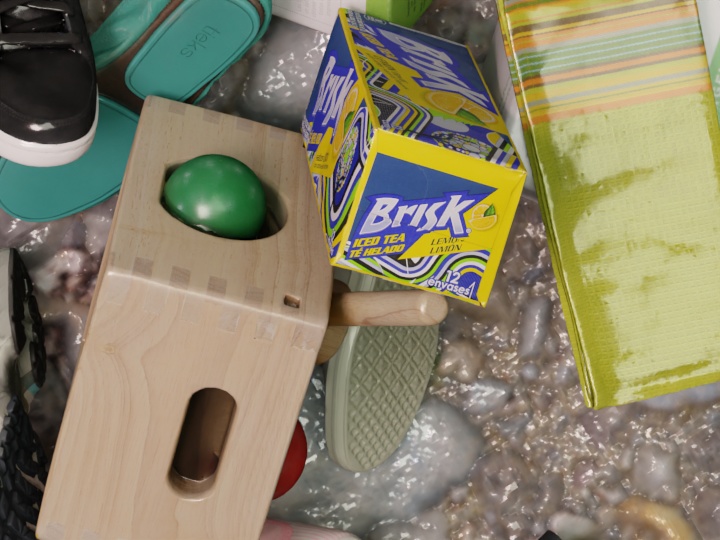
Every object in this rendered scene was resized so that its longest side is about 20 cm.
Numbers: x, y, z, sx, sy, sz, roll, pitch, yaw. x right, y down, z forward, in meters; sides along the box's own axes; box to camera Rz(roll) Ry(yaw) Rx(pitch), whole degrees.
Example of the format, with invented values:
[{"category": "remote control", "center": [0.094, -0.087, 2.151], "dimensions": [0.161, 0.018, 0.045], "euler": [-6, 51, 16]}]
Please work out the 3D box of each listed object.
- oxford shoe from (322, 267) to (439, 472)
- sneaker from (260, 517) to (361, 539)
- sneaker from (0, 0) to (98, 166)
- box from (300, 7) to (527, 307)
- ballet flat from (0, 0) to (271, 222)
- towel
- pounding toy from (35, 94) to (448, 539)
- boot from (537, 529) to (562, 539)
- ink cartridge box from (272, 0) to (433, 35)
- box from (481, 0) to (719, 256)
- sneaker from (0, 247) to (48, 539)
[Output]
[{"category": "oxford shoe", "center": [0.000, 0.000, 1.288], "dimensions": [0.058, 0.075, 0.201], "euler": [8, 101, 37]}, {"category": "sneaker", "center": [-0.041, 0.214, 1.238], "dimensions": [0.075, 0.104, 0.201], "euler": [28, 65, -45]}, {"category": "sneaker", "center": [-0.165, -0.152, 1.192], "dimensions": [0.073, 0.112, 0.200], "euler": [-7, 51, -21]}, {"category": "box", "center": [0.020, -0.054, 1.132], "dimensions": [0.070, 0.200, 0.065], "euler": [16, 107, -10]}, {"category": "ballet flat", "center": [-0.108, -0.097, 1.256], "dimensions": [0.067, 0.071, 0.200], "euler": [34, 129, -23]}, {"category": "towel", "center": [0.118, -0.045, 1.116], "dimensions": [0.086, 0.018, 0.201], "euler": [-13, 96, 0]}, {"category": "pounding toy", "center": [-0.053, 0.027, 1.179], "dimensions": [0.142, 0.184, 0.201], "euler": [14, 123, -6]}, {"category": "boot", "center": [0.090, 0.247, 1.290], "dimensions": [0.162, 0.073, 0.198], "euler": [-41, 87, -5]}, {"category": "ink cartridge box", "center": [-0.055, -0.209, 1.232], "dimensions": [0.199, 0.148, 0.076], "euler": [23, 49, 19]}, {"category": "box", "center": [0.157, -0.113, 1.221], "dimensions": [0.171, 0.200, 0.200], "euler": [18, 92, -3]}, {"category": "sneaker", "center": [-0.197, 0.083, 1.233], "dimensions": [0.086, 0.078, 0.201], "euler": [-11, 48, 7]}]
